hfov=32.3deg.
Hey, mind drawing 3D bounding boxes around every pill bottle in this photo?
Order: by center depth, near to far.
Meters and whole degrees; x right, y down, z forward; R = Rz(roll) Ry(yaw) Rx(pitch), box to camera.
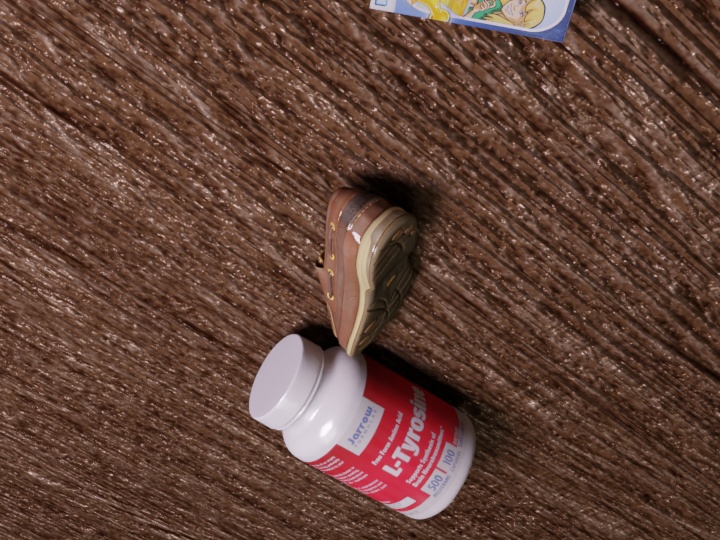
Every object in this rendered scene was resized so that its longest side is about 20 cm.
[{"bbox_3d":[0.001,0.141,1.152,0.199,0.113,0.112,31,135,-24],"label":"pill bottle"}]

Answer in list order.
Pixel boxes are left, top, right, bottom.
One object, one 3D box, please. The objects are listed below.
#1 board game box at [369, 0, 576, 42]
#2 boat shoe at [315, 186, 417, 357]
[{"bbox_3d":[0.083,-0.239,0.761,0.134,0.035,0.201,9,139,1],"label":"board game box"},{"bbox_3d":[0.000,0.000,1.036,0.067,0.072,0.201,38,152,18],"label":"boat shoe"}]
